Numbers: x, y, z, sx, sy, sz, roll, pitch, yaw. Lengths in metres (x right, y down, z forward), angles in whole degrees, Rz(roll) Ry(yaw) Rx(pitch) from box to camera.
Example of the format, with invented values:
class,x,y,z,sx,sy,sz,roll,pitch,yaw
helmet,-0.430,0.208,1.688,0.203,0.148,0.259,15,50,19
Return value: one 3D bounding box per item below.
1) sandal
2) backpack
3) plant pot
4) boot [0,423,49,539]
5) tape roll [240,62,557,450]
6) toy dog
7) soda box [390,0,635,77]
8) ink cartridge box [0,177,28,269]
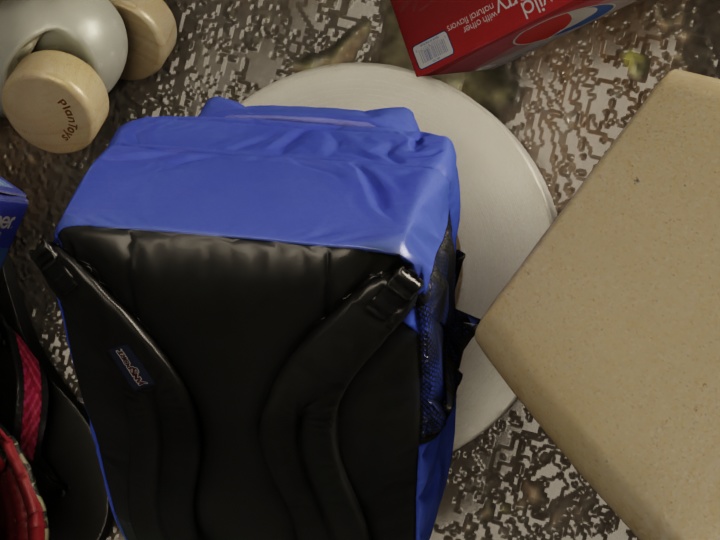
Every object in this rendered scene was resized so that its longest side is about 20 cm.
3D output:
class,x,y,z,sx,sy,sz,roll,pitch,yaw
sandal,-0.191,0.059,0.840,0.075,0.045,0.200,-26,84,11
backpack,-0.025,0.035,0.710,0.162,0.168,0.201,7,124,16
plant pot,0.162,0.033,0.680,0.177,0.200,0.200,37,88,17
boot,-0.244,0.081,0.812,0.154,0.073,0.204,-24,91,37
tape roll,0.000,0.000,0.803,0.202,0.037,0.204,0,89,12
toy dog,-0.195,-0.119,0.808,0.199,0.132,0.097,-10,124,5
soda box,0.107,-0.151,0.723,0.200,0.070,0.064,-21,85,40
ink cartridge box,-0.240,-0.004,0.730,0.136,0.076,0.200,29,99,24
